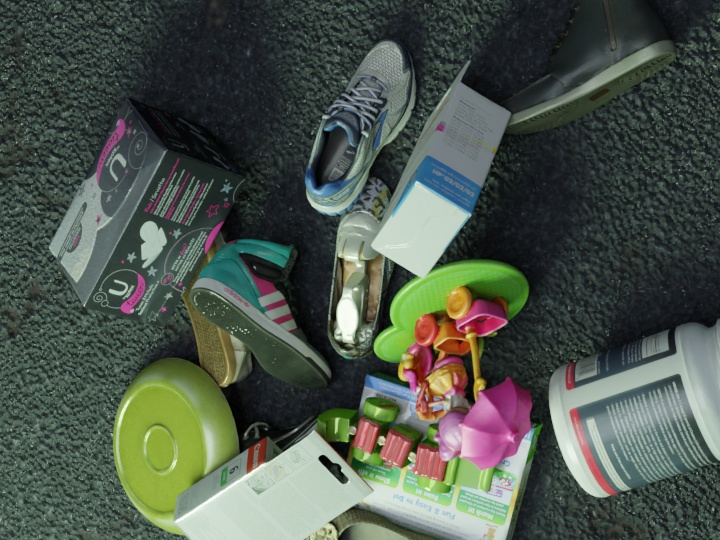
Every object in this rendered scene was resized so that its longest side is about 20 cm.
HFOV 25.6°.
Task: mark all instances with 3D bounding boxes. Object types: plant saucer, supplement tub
[{"bbox_3d":[-0.219,0.202,1.799,0.198,0.031,0.203,3,95,39],"label":"plant saucer"},{"bbox_3d":[0.301,0.136,1.590,0.198,0.140,0.142,-20,89,20],"label":"supplement tub"}]

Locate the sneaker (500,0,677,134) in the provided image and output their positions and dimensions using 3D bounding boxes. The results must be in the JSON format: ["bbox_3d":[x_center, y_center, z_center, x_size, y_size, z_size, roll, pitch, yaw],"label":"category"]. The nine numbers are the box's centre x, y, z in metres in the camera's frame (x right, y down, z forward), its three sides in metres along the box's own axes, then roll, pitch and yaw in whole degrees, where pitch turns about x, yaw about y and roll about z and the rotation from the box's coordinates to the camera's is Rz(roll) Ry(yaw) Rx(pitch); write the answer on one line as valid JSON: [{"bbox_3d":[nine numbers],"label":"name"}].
[{"bbox_3d":[0.218,-0.222,1.626,0.198,0.075,0.107,-26,75,20],"label":"sneaker"}]

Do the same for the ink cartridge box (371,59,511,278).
[{"bbox_3d":[0.088,-0.106,1.610,0.067,0.201,0.115,29,139,-6],"label":"ink cartridge box"}]

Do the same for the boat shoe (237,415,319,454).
[{"bbox_3d":[-0.116,0.208,1.778,0.199,0.071,0.064,-35,85,21],"label":"boat shoe"}]

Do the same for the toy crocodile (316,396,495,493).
[{"bbox_3d":[0.048,0.188,1.681,0.198,0.062,0.068,20,102,15],"label":"toy crocodile"}]

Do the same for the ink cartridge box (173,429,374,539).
[{"bbox_3d":[-0.094,0.243,1.716,0.199,0.051,0.109,-35,115,17],"label":"ink cartridge box"}]

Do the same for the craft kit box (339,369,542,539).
[{"bbox_3d":[0.080,0.232,1.729,0.198,0.048,0.200,17,99,17],"label":"craft kit box"}]

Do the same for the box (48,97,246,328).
[{"bbox_3d":[-0.239,-0.064,1.743,0.201,0.114,0.132,-58,42,15],"label":"box"}]

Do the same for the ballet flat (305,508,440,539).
[{"bbox_3d":[0.030,0.305,1.708,0.198,0.046,0.068,14,100,17],"label":"ballet flat"}]

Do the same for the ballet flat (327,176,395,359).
[{"bbox_3d":[0.000,0.000,1.717,0.071,0.072,0.203,8,98,18],"label":"ballet flat"}]

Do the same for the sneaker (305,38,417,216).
[{"bbox_3d":[-0.001,-0.155,1.680,0.076,0.085,0.202,23,88,15],"label":"sneaker"}]

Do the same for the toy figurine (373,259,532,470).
[{"bbox_3d":[0.102,0.120,1.622,0.200,0.149,0.186,-39,48,37],"label":"toy figurine"}]

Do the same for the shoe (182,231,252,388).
[{"bbox_3d":[-0.162,0.030,1.790,0.070,0.053,0.203,-11,88,48],"label":"shoe"}]

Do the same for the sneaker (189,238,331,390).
[{"bbox_3d":[-0.093,0.034,1.748,0.083,0.122,0.200,-14,133,44],"label":"sneaker"}]
